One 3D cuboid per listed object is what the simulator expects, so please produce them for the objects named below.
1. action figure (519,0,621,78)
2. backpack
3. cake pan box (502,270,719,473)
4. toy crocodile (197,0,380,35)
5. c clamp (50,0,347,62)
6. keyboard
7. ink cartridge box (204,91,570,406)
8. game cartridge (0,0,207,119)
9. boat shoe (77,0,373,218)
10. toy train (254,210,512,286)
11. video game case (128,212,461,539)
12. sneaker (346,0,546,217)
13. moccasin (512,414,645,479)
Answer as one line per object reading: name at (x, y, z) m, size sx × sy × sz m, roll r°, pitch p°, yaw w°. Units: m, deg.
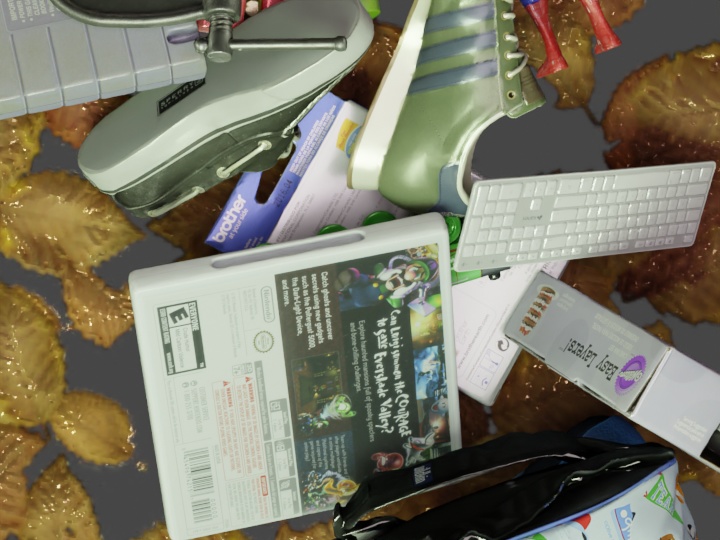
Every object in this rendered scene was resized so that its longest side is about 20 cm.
action figure at (0.089, -0.215, 1.669) m, size 0.065 × 0.052 × 0.200 m, roll -23°, pitch 93°, yaw -11°
backpack at (0.100, 0.172, 1.572) m, size 0.190 × 0.200 × 0.154 m, roll -28°, pitch 100°, yaw -11°
cake pan box at (0.195, 0.082, 1.618) m, size 0.184 × 0.200 × 0.052 m, roll 29°, pitch 92°, yaw -21°
toy crocodile at (-0.088, -0.155, 1.641) m, size 0.200 × 0.062 × 0.068 m, roll 1°, pitch 95°, yaw -8°
c clamp at (-0.098, -0.205, 1.586) m, size 0.170 × 0.027 × 0.200 m, roll -5°, pitch 71°, yaw 1°
keyboard at (0.133, -0.033, 1.650) m, size 0.200 × 0.011 × 0.056 m, roll -6°, pitch 124°, yaw -41°
ink cartridge box at (0.019, -0.019, 1.680) m, size 0.200 × 0.042 × 0.119 m, roll 29°, pitch 91°, yaw -12°
game cartridge at (-0.171, -0.188, 1.603) m, size 0.129 × 0.038 × 0.200 m, roll -13°, pitch 70°, yaw -3°
boat shoe at (-0.067, -0.093, 1.621) m, size 0.200 × 0.071 × 0.064 m, roll -26°, pitch 130°, yaw 26°
toy train at (0.000, 0.000, 1.642) m, size 0.200 × 0.042 × 0.057 m, roll -16°, pitch 108°, yaw -7°
video game case at (-0.034, 0.064, 1.638) m, size 0.181 × 0.023 × 0.200 m, roll -11°, pitch 130°, yaw -7°
sneaker at (0.068, -0.122, 1.598) m, size 0.090 × 0.067 × 0.201 m, roll 24°, pitch 103°, yaw 8°
moccasin at (0.098, 0.172, 1.696) m, size 0.200 × 0.068 × 0.080 m, roll -43°, pitch 100°, yaw -6°
